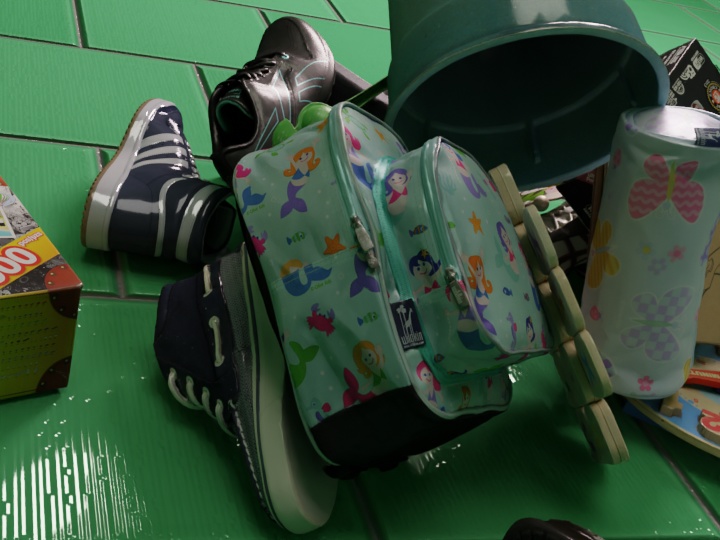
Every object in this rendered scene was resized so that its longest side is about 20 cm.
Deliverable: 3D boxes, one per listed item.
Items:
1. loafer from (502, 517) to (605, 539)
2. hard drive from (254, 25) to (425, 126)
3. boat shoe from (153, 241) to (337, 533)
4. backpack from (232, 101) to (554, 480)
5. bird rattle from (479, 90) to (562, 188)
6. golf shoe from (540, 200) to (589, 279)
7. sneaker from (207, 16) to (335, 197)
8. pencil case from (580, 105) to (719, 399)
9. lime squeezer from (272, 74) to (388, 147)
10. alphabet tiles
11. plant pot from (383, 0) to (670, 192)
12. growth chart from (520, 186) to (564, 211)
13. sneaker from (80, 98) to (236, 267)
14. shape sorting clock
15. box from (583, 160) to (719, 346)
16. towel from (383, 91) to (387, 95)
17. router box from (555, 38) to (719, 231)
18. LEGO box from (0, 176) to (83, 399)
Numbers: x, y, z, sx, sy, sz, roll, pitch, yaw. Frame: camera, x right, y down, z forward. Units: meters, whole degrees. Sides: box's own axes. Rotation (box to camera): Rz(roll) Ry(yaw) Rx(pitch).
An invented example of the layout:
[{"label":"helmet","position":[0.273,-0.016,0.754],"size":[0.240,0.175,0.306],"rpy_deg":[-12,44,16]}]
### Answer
[{"label":"loafer","position":[0.158,0.197,0.567],"size":[0.199,0.074,0.071],"rpy_deg":[35,23,22]},{"label":"hard drive","position":[-0.038,-0.101,0.917],"size":[0.033,0.141,0.200],"rpy_deg":[-1,31,-44]},{"label":"boat shoe","position":[-0.074,0.076,0.670],"size":[0.092,0.075,0.202],"rpy_deg":[-23,49,16]},{"label":"backpack","position":[0.016,0.000,0.648],"size":[0.202,0.150,0.177],"rpy_deg":[64,19,15]},{"label":"bird rattle","position":[0.094,-0.081,0.948],"size":[0.114,0.199,0.163],"rpy_deg":[61,25,11]},{"label":"golf shoe","position":[0.171,-0.030,0.957],"size":[0.198,0.089,0.077],"rpy_deg":[-4,32,-32]},{"label":"sneaker","position":[-0.069,-0.131,0.838],"size":[0.079,0.075,0.202],"rpy_deg":[39,40,-39]},{"label":"pencil case","position":[0.204,-0.013,0.756],"size":[0.089,0.202,0.083],"rpy_deg":[1,25,-14]},{"label":"lime squeezer","position":[-0.026,-0.109,0.785],"size":[0.038,0.071,0.200],"rpy_deg":[43,27,1]},{"label":"alphabet tiles","position":[0.126,0.032,0.724],"size":[0.014,0.202,0.196],"rpy_deg":[-22,-10,2]},{"label":"plant pot","position":[0.100,-0.190,0.789],"size":[0.198,0.200,0.198],"rpy_deg":[3,63,-23]},{"label":"growth chart","position":[0.149,-0.073,1.016],"size":[0.143,0.018,0.200],"rpy_deg":[-18,11,32]},{"label":"sneaker","position":[-0.144,-0.070,0.880],"size":[0.107,0.071,0.201],"rpy_deg":[12,34,0]},{"label":"shape sorting clock","position":[0.280,0.093,0.842],"size":[0.197,0.040,0.201],"rpy_deg":[13,28,-7]},{"label":"box","position":[0.271,-0.023,0.865],"size":[0.197,0.166,0.021],"rpy_deg":[7,-3,-19]},{"label":"towel","position":[0.085,-0.132,1.011],"size":[0.198,0.191,0.033],"rpy_deg":[-5,66,-34]},{"label":"router box","position":[0.271,-0.081,0.941],"size":[0.150,0.062,0.200],"rpy_deg":[50,55,-13]},{"label":"LEGO box","position":[-0.287,0.014,0.645],"size":[0.198,0.078,0.149],"rpy_deg":[-8,37,-38]}]
